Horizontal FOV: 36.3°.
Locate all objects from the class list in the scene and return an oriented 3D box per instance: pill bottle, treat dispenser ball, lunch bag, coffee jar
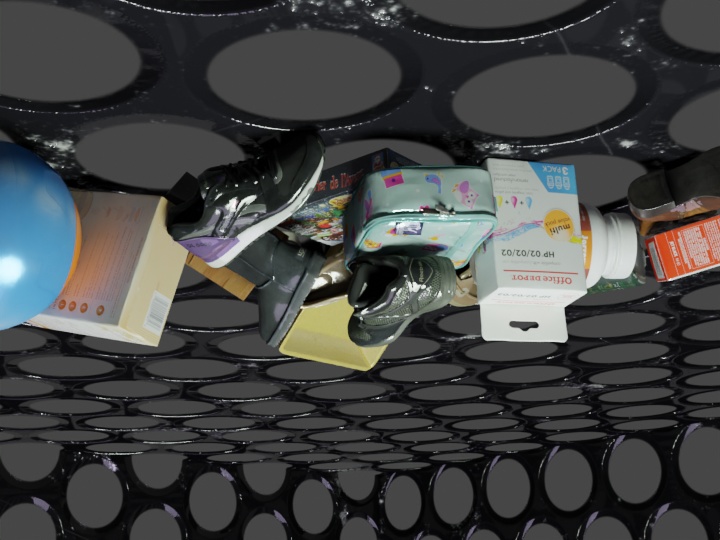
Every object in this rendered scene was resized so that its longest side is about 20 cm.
[{"bbox_3d":[0.246,-0.032,1.408,0.198,0.113,0.112,0,163,-8],"label":"pill bottle"},{"bbox_3d":[-0.396,-0.038,1.156,0.198,0.203,0.201,-2,163,-1],"label":"treat dispenser ball"},{"bbox_3d":[0.067,-0.052,1.248,0.159,0.078,0.200,2,163,-12],"label":"lunch bag"},{"bbox_3d":[0.293,-0.006,1.540,0.198,0.086,0.104,-11,172,24],"label":"coffee jar"}]

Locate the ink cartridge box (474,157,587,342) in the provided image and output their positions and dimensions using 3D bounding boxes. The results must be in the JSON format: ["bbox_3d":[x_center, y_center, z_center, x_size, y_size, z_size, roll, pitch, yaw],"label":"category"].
[{"bbox_3d":[0.196,-0.023,1.282,0.114,0.202,0.068,2,162,-15],"label":"ink cartridge box"}]

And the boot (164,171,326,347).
[{"bbox_3d":[-0.157,-0.010,1.323,0.199,0.066,0.165,28,131,-5],"label":"boot"}]

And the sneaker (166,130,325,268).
[{"bbox_3d":[-0.126,-0.085,1.181,0.200,0.076,0.087,-41,132,19],"label":"sneaker"}]

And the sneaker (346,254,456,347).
[{"bbox_3d":[0.014,0.032,1.262,0.113,0.077,0.199,8,157,-27],"label":"sneaker"}]

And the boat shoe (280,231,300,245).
[{"bbox_3d":[-0.097,0.003,1.556,0.072,0.063,0.200,-5,162,10],"label":"boat shoe"}]

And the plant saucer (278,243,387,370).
[{"bbox_3d":[-0.011,0.038,1.568,0.199,0.048,0.201,17,111,-46],"label":"plant saucer"}]

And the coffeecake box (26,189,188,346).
[{"bbox_3d":[-0.303,-0.007,1.258,0.198,0.155,0.073,6,162,32],"label":"coffeecake box"}]

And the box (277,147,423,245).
[{"bbox_3d":[-0.004,-0.085,1.332,0.199,0.038,0.136,-16,158,37],"label":"box"}]

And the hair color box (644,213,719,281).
[{"bbox_3d":[0.467,-0.044,1.379,0.198,0.065,0.111,-17,176,7],"label":"hair color box"}]

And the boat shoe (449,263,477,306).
[{"bbox_3d":[0.141,0.003,1.575,0.064,0.072,0.199,-12,159,31],"label":"boat shoe"}]

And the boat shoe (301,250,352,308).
[{"bbox_3d":[0.000,0.000,1.433,0.198,0.072,0.065,-26,-161,2],"label":"boat shoe"}]

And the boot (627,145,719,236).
[{"bbox_3d":[0.428,-0.085,1.350,0.187,0.069,0.200,-20,164,16],"label":"boot"}]

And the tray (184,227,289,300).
[{"bbox_3d":[-0.165,-0.025,1.430,0.098,0.037,0.200,33,155,-6],"label":"tray"}]
